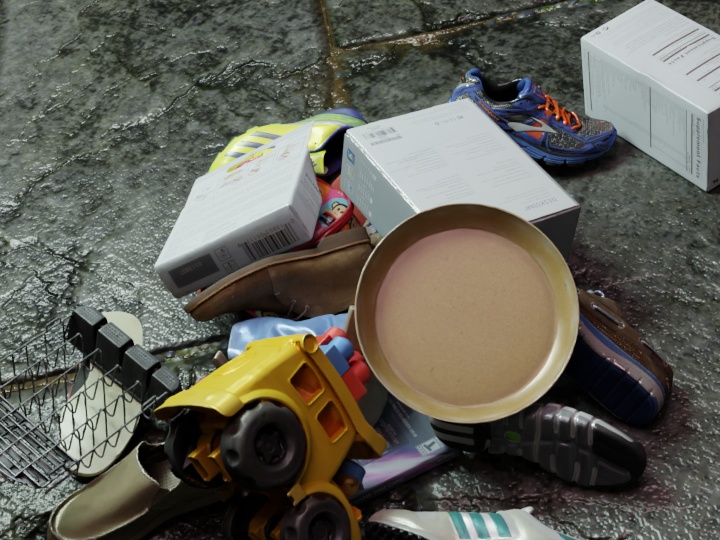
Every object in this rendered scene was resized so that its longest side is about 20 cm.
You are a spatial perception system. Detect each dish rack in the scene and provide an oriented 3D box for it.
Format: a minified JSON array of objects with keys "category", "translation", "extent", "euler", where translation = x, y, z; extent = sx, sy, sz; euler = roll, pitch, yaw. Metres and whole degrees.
[{"category":"dish rack","translation":[-0.276,0.124,1.309],"extent":[0.153,0.055,0.200],"euler":[35,48,21]}]

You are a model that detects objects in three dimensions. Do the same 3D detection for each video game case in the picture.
[{"category":"video game case","translation":[-0.025,0.165,1.329],"extent":[0.199,0.019,0.143],"euler":[-24,43,-14]}]

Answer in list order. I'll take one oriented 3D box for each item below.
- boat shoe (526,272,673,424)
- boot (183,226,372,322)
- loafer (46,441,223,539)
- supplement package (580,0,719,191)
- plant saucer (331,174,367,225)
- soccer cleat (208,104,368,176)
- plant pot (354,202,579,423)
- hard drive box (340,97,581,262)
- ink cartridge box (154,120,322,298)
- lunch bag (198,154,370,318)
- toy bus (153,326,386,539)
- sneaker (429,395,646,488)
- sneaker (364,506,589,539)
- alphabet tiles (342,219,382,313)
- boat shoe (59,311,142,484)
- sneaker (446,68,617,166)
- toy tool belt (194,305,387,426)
[{"category":"boat shoe","translation":[0.208,0.057,1.323],"extent":[0.200,0.072,0.072],"euler":[45,45,6]},{"category":"boot","translation":[-0.071,0.022,1.364],"extent":[0.199,0.074,0.076],"euler":[-19,86,-19]},{"category":"loafer","translation":[-0.200,0.196,1.290],"extent":[0.199,0.068,0.076],"euler":[-26,43,-5]},{"category":"supplement package","translation":[0.353,-0.197,1.564],"extent":[0.109,0.114,0.200],"euler":[-31,46,-19]},{"category":"plant saucer","translation":[0.090,-0.093,1.570],"extent":[0.199,0.037,0.200],"euler":[-25,43,-15]},{"category":"soccer cleat","translation":[-0.079,-0.133,1.631],"extent":[0.199,0.065,0.084],"euler":[-21,45,-11]},{"category":"plant pot","translation":[0.094,0.039,1.258],"extent":[0.198,0.028,0.201],"euler":[0,74,1]},{"category":"hard drive box","translation":[0.095,-0.074,1.403],"extent":[0.155,0.077,0.200],"euler":[-17,46,-25]},{"category":"ink cartridge box","translation":[-0.114,-0.065,1.449],"extent":[0.162,0.057,0.200],"euler":[-24,20,19]},{"category":"lunch bag","translation":[-0.105,-0.027,1.499],"extent":[0.176,0.082,0.200],"euler":[-42,40,-16]},{"category":"toy bus","translation":[-0.047,0.146,1.209],"extent":[0.192,0.201,0.135],"euler":[-41,16,-32]},{"category":"sneaker","translation":[0.172,0.123,1.290],"extent":[0.199,0.075,0.116],"euler":[14,36,16]},{"category":"sneaker","translation":[0.104,0.237,1.196],"extent":[0.199,0.071,0.093],"euler":[11,29,26]},{"category":"alphabet tiles","translation":[0.000,0.000,1.462],"extent":[0.199,0.008,0.168],"euler":[-4,41,37]},{"category":"boat shoe","translation":[-0.252,0.132,1.388],"extent":[0.073,0.063,0.202],"euler":[10,42,-7]},{"category":"sneaker","translation":[0.192,-0.172,1.570],"extent":[0.199,0.079,0.076],"euler":[10,32,-5]},{"category":"toy tool belt","translation":[-0.074,0.085,1.321],"extent":[0.199,0.123,0.125],"euler":[-6,42,7]}]
